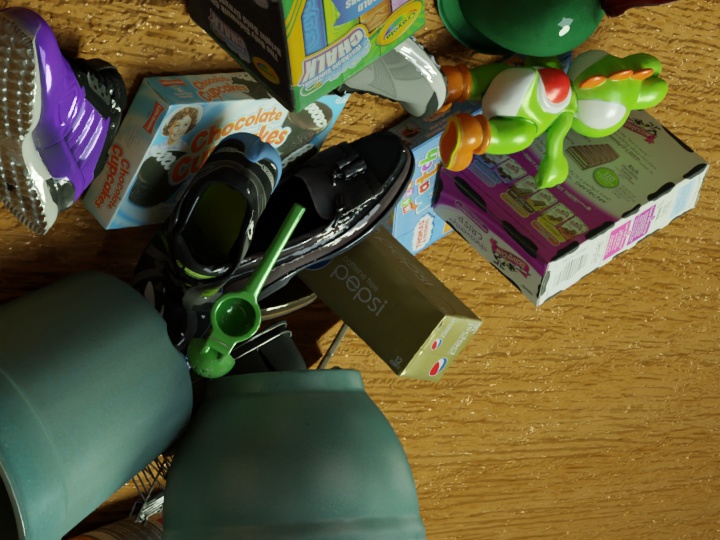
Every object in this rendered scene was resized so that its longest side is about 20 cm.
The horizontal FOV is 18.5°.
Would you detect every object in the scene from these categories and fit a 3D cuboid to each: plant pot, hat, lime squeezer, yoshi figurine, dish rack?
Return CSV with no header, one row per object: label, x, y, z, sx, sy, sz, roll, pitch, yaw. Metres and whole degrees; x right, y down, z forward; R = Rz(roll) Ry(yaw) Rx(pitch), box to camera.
plant pot,-0.054,0.143,1.662,0.200,0.134,0.200,-3,173,0
hat,0.162,-0.179,1.716,0.166,0.176,0.200,-25,145,4
lime squeezer,-0.090,0.037,1.602,0.071,0.038,0.200,-41,169,-48
plant pot,-0.239,0.105,1.589,0.196,0.200,0.200,-34,152,-41
yoshi figurine,0.154,-0.135,1.842,0.200,0.112,0.112,-10,115,-15
dish rack,-0.126,0.131,1.809,0.153,0.055,0.200,-29,164,-26

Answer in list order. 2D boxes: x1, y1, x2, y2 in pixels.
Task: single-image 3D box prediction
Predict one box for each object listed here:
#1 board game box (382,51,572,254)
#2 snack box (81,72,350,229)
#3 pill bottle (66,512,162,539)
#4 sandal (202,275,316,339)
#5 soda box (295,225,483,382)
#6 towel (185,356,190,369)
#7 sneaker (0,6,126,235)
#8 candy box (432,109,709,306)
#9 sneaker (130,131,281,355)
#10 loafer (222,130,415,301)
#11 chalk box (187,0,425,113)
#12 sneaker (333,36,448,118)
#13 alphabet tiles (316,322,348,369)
board game box,0.094,-0.102,1.927,0.200,0.037,0.151,-33,150,-27
snack box,-0.105,-0.093,1.654,0.200,0.037,0.116,-10,137,-49
pill bottle,-0.179,0.270,1.960,0.200,0.116,0.116,-16,141,-44
sandal,-0.124,0.038,1.759,0.200,0.082,0.055,-28,147,-30
soda box,0.000,0.000,1.752,0.064,0.200,0.068,-54,153,14
towel,-0.205,0.120,1.801,0.200,0.050,0.148,-28,155,-32
sneaker,-0.202,-0.118,1.463,0.100,0.070,0.200,-40,157,-26
candy box,0.181,-0.071,1.904,0.200,0.136,0.061,-30,150,-29
sneaker,-0.123,-0.011,1.607,0.200,0.071,0.083,-60,180,29
loafer,-0.044,-0.043,1.699,0.200,0.072,0.063,-37,151,-5
chalk box,-0.039,-0.204,1.506,0.124,0.125,0.200,-36,153,-18
sneaker,0.002,-0.163,1.676,0.079,0.074,0.200,-49,147,1
alphabet tiles,-0.054,0.117,1.937,0.200,0.006,0.166,-60,-179,-15
